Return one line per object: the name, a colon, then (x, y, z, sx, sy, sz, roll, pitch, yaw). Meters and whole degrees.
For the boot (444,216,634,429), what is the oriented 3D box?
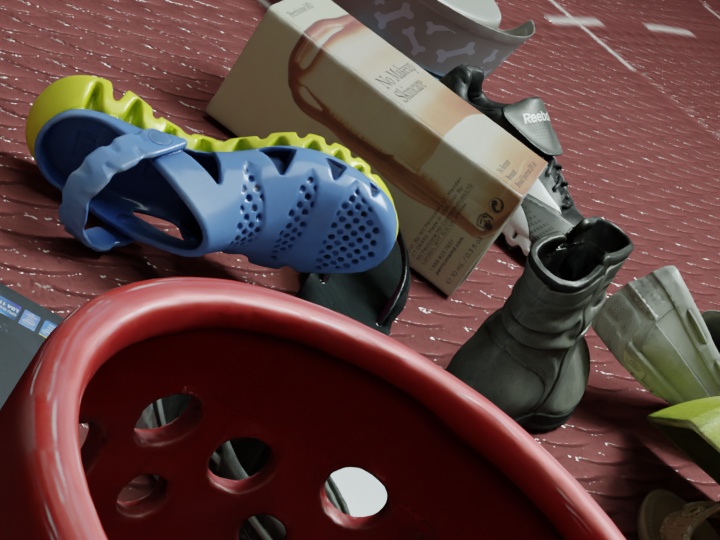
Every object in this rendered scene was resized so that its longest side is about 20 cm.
boot: (0.116, 0.027, 0.905, 0.068, 0.131, 0.200, 40, 23, 13)

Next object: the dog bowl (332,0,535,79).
dog bowl: (0.044, -0.226, 1.291, 0.199, 0.059, 0.200, 30, 23, -14)

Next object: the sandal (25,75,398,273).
sandal: (-0.077, -0.032, 0.814, 0.199, 0.080, 0.087, 12, 32, -9)

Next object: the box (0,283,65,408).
box: (-0.203, 0.034, 0.539, 0.199, 0.044, 0.161, 31, 31, -11)

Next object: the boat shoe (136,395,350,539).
boat shoe: (-0.041, 0.079, 0.665, 0.072, 0.071, 0.200, 16, 29, -37)

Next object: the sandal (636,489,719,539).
sandal: (0.197, 0.158, 0.843, 0.077, 0.070, 0.212, 34, 23, -4)

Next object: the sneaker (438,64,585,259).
sneaker: (0.117, -0.076, 1.156, 0.200, 0.091, 0.066, 43, 25, 18)

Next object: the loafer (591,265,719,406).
loafer: (0.223, 0.063, 1.023, 0.200, 0.070, 0.070, 37, 14, -45)

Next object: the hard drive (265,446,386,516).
hard drive: (0.026, 0.117, 0.743, 0.131, 0.027, 0.200, 16, 29, -39)

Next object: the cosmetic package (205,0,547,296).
cosmetic package: (0.013, -0.087, 1.038, 0.199, 0.087, 0.103, 36, 24, 2)

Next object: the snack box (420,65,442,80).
snack box: (0.013, -0.196, 1.314, 0.116, 0.037, 0.200, 24, 25, -26)

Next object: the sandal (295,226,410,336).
sandal: (0.001, 0.001, 0.902, 0.075, 0.048, 0.201, 30, 25, -12)

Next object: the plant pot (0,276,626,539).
plant pot: (-0.038, 0.131, 0.424, 0.200, 0.183, 0.201, 31, 25, -16)

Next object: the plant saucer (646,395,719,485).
plant saucer: (0.260, 0.134, 0.892, 0.200, 0.048, 0.200, 42, 0, 6)
